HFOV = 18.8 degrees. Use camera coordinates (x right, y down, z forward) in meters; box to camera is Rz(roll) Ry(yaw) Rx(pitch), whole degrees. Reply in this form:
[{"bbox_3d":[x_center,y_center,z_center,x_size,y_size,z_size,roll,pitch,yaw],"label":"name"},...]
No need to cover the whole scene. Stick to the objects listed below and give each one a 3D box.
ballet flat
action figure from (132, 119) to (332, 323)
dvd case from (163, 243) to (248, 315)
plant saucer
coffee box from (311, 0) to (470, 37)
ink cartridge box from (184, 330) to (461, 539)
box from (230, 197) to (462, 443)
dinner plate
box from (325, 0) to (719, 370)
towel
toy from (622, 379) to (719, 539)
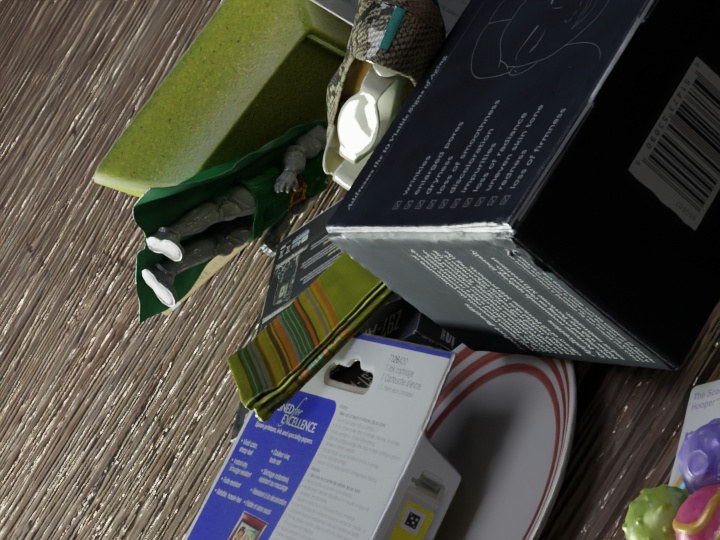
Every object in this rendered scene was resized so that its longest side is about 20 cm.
[{"bbox_3d":[0.007,-0.088,1.239,0.200,0.068,0.075,99,-166,-65],"label":"ballet flat"},{"bbox_3d":[-0.067,-0.048,1.458,0.200,0.055,0.118,-36,-27,-38],"label":"action figure"},{"bbox_3d":[-0.089,-0.072,1.666,0.200,0.016,0.149,-40,31,38],"label":"dvd case"},{"bbox_3d":[-0.064,-0.110,1.488,0.048,0.200,0.200,42,99,22],"label":"plant saucer"},{"bbox_3d":[0.060,-0.236,1.317,0.200,0.200,0.198,-56,20,11],"label":"coffee box"},{"bbox_3d":[-0.024,0.133,1.214,0.200,0.047,0.198,-62,26,-10],"label":"ink cartridge box"},{"bbox_3d":[0.004,0.017,1.349,0.200,0.044,0.160,-33,35,46],"label":"box"},{"bbox_3d":[0.056,0.119,1.160,0.200,0.024,0.200,-44,28,31],"label":"dinner plate"},{"bbox_3d":[0.114,-0.066,1.104,0.200,0.124,0.197,-57,24,-14],"label":"box"},{"bbox_3d":[0.000,0.000,1.261,0.200,0.018,0.086,-45,24,4],"label":"towel"},{"bbox_3d":[0.148,0.120,0.948,0.115,0.047,0.200,-21,46,53],"label":"toy"}]
